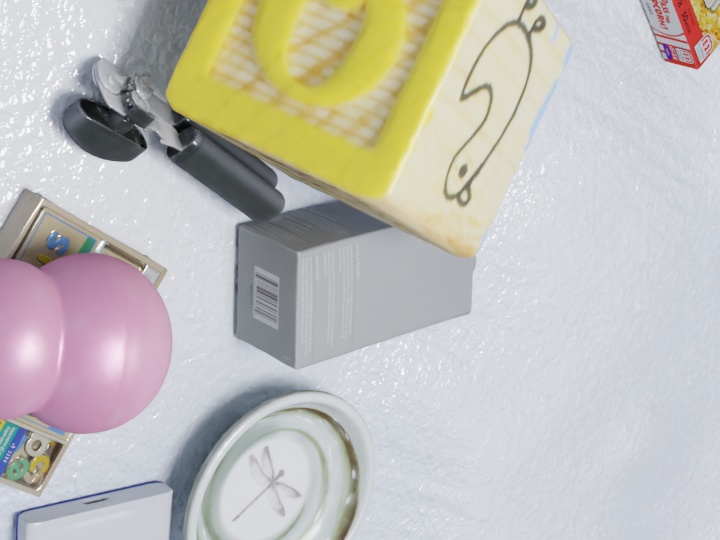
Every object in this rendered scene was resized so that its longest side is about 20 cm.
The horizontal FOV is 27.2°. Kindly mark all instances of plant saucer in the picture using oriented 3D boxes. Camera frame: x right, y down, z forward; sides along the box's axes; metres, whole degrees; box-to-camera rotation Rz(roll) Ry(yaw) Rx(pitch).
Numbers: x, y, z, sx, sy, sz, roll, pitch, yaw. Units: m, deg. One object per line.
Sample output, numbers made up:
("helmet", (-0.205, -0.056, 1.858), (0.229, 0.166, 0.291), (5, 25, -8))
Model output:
("plant saucer", (-0.077, 0.190, 1.272), (0.199, 0.050, 0.202), (-17, 118, -36))

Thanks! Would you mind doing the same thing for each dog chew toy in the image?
("dog chew toy", (-0.229, 0.046, 0.998), (0.199, 0.124, 0.125), (5, 104, -34))

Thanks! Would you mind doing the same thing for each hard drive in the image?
("hard drive", (-0.219, 0.277, 1.198), (0.131, 0.025, 0.202), (-8, 112, -40))

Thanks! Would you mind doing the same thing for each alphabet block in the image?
("alphabet block", (0.013, -0.145, 1.073), (0.196, 0.195, 0.200), (-66, 156, 0))

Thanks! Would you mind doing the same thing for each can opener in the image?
("can opener", (-0.136, -0.092, 1.111), (0.066, 0.053, 0.200), (-37, 137, 22))

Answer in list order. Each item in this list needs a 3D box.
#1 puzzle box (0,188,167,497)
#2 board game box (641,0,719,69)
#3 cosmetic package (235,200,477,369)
("puzzle box", (-0.240, 0.056, 1.087), (0.133, 0.025, 0.201), (32, 85, -44))
("board game box", (0.346, -0.321, 1.442), (0.200, 0.046, 0.152), (-49, 133, -16))
("cosmetic package", (0.000, 0.000, 1.239), (0.199, 0.090, 0.108), (-15, 117, -40))
